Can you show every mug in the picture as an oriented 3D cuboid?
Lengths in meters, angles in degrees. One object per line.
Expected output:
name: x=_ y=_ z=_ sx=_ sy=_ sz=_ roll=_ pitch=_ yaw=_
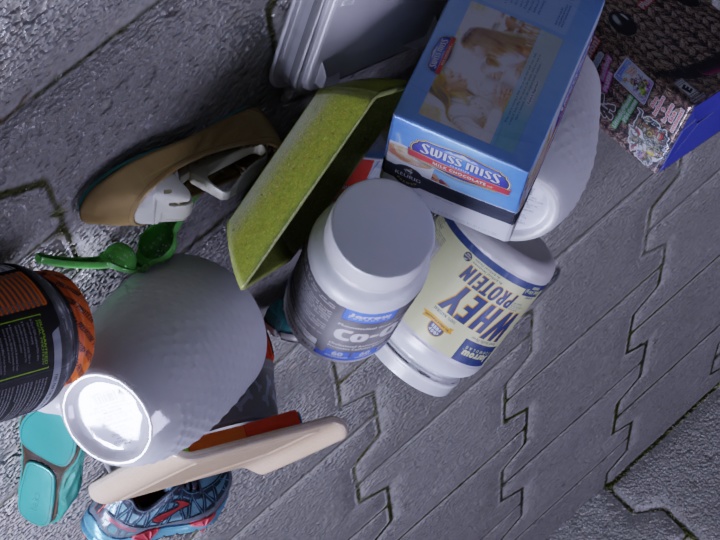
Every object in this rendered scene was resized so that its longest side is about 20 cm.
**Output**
mug: x=-0.204 y=0.089 z=1.646 sx=0.175 sy=0.198 sz=0.149 roll=-50 pitch=132 yaw=-57
mug: x=0.131 y=-0.130 z=1.811 sx=0.148 sy=0.198 sz=0.176 roll=118 pitch=-12 yaw=-45

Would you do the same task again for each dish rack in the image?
dish rack: x=0.018 y=-0.234 z=1.636 sx=0.199 sy=0.044 sz=0.172 roll=-28 pitch=153 yaw=-38

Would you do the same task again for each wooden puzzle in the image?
wooden puzzle: x=-0.137 y=0.174 z=1.785 sx=0.198 sy=0.038 sz=0.185 roll=-6 pitch=165 yaw=-36

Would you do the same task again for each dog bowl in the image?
dog bowl: x=-0.171 y=0.149 z=1.845 sx=0.198 sy=0.059 sz=0.200 roll=-19 pitch=168 yaw=-4

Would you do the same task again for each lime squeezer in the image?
lime squeezer: x=-0.194 y=-0.026 z=1.629 sx=0.199 sy=0.038 sz=0.071 roll=-30 pitch=154 yaw=-32

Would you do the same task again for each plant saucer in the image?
plant saucer: x=-0.042 y=-0.089 z=1.608 sx=0.201 sy=0.048 sz=0.200 roll=-55 pitch=176 yaw=13

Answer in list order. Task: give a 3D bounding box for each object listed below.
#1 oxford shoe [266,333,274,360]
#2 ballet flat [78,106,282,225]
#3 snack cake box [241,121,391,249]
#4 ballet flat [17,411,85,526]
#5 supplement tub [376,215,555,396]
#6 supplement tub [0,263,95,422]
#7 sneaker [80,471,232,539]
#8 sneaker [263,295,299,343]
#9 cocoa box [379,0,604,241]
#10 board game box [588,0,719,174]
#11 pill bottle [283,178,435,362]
oxford shoe: x=-0.153 y=0.078 z=1.876 sx=0.072 sy=0.072 sz=0.199 roll=-25 pitch=168 yaw=24
ballet flat: x=-0.144 y=-0.079 z=1.587 sx=0.199 sy=0.063 sz=0.069 roll=-32 pitch=157 yaw=-30
snack cake box: x=-0.014 y=-0.083 z=1.812 sx=0.115 sy=0.067 sz=0.199 roll=-51 pitch=158 yaw=20
ballet flat: x=-0.287 y=0.162 z=1.779 sx=0.071 sy=0.067 sz=0.201 roll=-59 pitch=172 yaw=-42
supplement tub: x=0.110 y=0.028 z=2.129 sx=0.201 sy=0.145 sz=0.145 roll=-53 pitch=157 yaw=19
supplement tub: x=-0.309 y=0.064 z=1.463 sx=0.199 sy=0.123 sz=0.123 roll=-15 pitch=144 yaw=-51
sneaker: x=-0.205 y=0.237 z=2.023 sx=0.199 sy=0.079 sz=0.096 roll=-21 pitch=147 yaw=-46
sneaker: x=-0.029 y=0.009 z=1.971 sx=0.199 sy=0.077 sz=0.080 roll=-35 pitch=140 yaw=-38
cocoa box: x=0.115 y=-0.157 z=1.661 sx=0.132 sy=0.132 sz=0.201 roll=103 pitch=12 yaw=-64
board game box: x=0.290 y=-0.221 z=1.925 sx=0.159 sy=0.200 sz=0.097 roll=-32 pitch=156 yaw=-40
pill bottle: x=0.000 y=0.000 z=1.703 sx=0.113 sy=0.114 sz=0.200 roll=-36 pitch=169 yaw=-22
